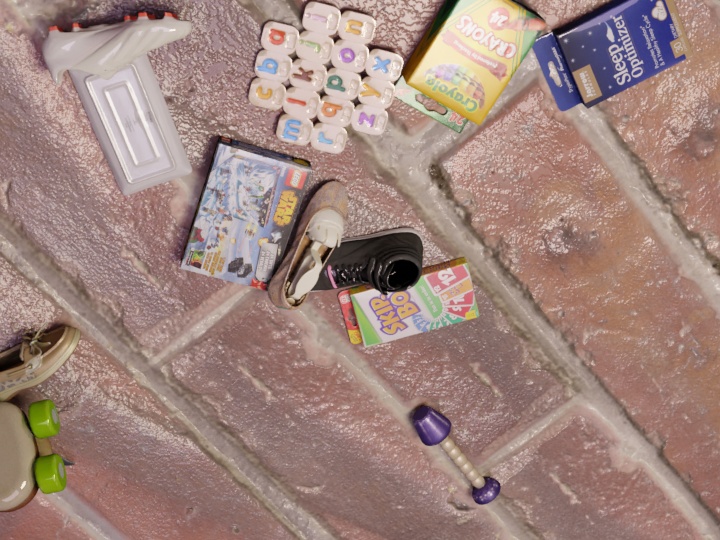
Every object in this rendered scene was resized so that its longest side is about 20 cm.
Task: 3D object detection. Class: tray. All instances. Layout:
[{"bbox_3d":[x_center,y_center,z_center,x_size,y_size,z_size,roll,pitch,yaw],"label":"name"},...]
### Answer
[{"bbox_3d":[-0.313,-0.202,1.658,0.107,0.022,0.200,-19,116,0],"label":"tray"}]

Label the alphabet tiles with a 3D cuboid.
[{"bbox_3d":[-0.048,-0.263,1.663,0.195,0.015,0.200,12,113,-7],"label":"alphabet tiles"}]

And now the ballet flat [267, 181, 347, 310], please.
[{"bbox_3d":[-0.063,-0.030,1.725,0.068,0.067,0.200,22,96,-29],"label":"ballet flat"}]

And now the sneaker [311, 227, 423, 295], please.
[{"bbox_3d":[0.000,0.000,1.754,0.200,0.099,0.071,-17,118,2],"label":"sneaker"}]

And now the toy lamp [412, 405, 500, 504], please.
[{"bbox_3d":[0.150,0.294,1.939,0.058,0.058,0.200,-33,115,9],"label":"toy lamp"}]

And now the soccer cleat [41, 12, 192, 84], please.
[{"bbox_3d":[-0.315,-0.291,1.587,0.200,0.069,0.078,-8,98,4],"label":"soccer cleat"}]

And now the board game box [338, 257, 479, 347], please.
[{"bbox_3d":[0.073,0.051,1.830,0.200,0.030,0.096,-14,116,2],"label":"board game box"}]

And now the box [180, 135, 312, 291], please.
[{"bbox_3d":[-0.164,-0.078,1.727,0.137,0.040,0.200,16,112,-14],"label":"box"}]

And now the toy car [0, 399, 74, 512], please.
[{"bbox_3d":[-0.504,0.288,1.795,0.164,0.158,0.200,-13,160,0],"label":"toy car"}]

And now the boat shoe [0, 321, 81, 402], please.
[{"bbox_3d":[-0.496,0.135,1.765,0.200,0.073,0.063,-33,118,9],"label":"boat shoe"}]

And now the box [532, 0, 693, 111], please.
[{"bbox_3d":[0.352,-0.309,1.692,0.200,0.032,0.121,-26,116,6],"label":"box"}]

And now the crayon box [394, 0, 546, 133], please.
[{"bbox_3d":[0.146,-0.290,1.662,0.127,0.051,0.200,26,110,-19],"label":"crayon box"}]
